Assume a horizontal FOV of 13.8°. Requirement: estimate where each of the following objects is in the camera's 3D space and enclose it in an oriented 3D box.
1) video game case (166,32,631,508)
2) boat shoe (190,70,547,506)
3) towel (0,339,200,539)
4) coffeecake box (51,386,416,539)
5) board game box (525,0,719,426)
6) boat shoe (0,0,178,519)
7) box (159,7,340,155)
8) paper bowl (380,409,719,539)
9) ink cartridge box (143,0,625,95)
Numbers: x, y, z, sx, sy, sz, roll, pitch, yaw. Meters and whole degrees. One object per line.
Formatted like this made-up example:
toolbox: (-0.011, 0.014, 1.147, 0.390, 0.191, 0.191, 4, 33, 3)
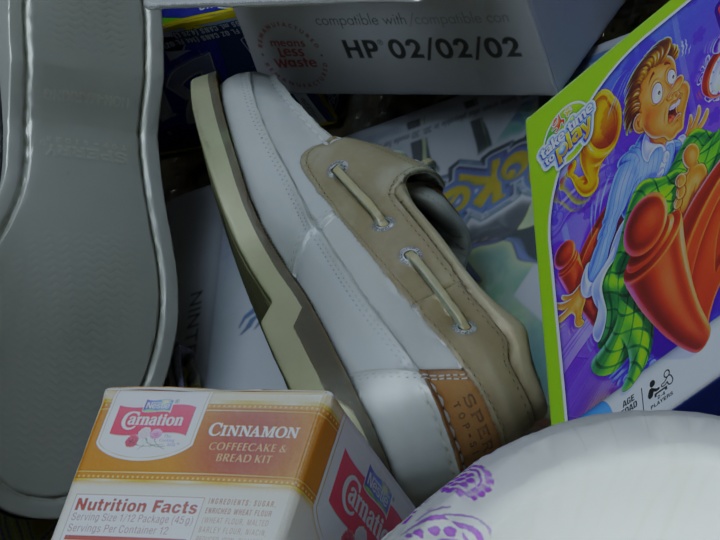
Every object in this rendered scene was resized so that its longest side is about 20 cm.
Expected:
video game case: (0.016, 0.024, 0.919, 0.200, 0.022, 0.183, -18, 48, 27)
boat shoe: (0.000, 0.000, 0.891, 0.068, 0.075, 0.200, -21, 41, -3)
towel: (-0.121, 0.114, 0.927, 0.200, 0.023, 0.144, -31, 44, 16)
coffeecake box: (-0.035, 0.154, 0.768, 0.073, 0.154, 0.200, 0, 55, 29)
board game box: (0.129, -0.035, 0.780, 0.200, 0.045, 0.135, -39, 38, 36)
boat shoe: (-0.102, -0.013, 0.944, 0.060, 0.074, 0.200, 143, 129, -58)
box: (-0.106, -0.080, 1.056, 0.200, 0.070, 0.064, -9, 53, 25)
paper bowl: (0.067, 0.143, 0.712, 0.104, 0.200, 0.201, -45, 22, 58)
ink cartridge box: (0.031, -0.116, 0.968, 0.115, 0.068, 0.200, 2, 39, 34)
